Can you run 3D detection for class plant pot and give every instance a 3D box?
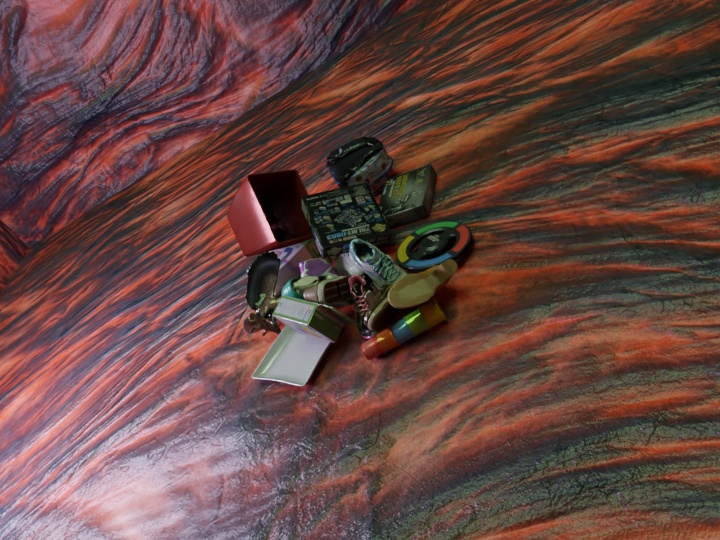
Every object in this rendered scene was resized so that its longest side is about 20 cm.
[{"bbox_3d":[-0.256,-0.144,1.746,0.175,0.202,0.199,-30,-7,38],"label":"plant pot"}]

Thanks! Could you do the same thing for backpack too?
[{"bbox_3d":[0.010,-0.321,1.968,0.190,0.154,0.201,-39,37,9],"label":"backpack"}]

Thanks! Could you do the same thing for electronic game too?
[{"bbox_3d":[0.181,-0.062,1.548,0.197,0.042,0.201,-19,30,11],"label":"electronic game"}]

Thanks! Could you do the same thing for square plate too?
[{"bbox_3d":[-0.152,0.202,1.545,0.198,0.029,0.199,-1,45,42],"label":"square plate"}]

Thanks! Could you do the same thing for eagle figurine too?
[{"bbox_3d":[-0.237,0.074,1.691,0.149,0.152,0.202,5,56,-6],"label":"eagle figurine"}]

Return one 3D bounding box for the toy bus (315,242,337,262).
[{"bbox_3d":[-0.079,-0.083,1.763,0.078,0.066,0.200,-30,13,3],"label":"toy bus"}]

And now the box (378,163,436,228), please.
[{"bbox_3d":[0.132,-0.212,1.805,0.157,0.049,0.201,-16,37,29],"label":"box"}]

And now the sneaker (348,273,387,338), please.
[{"bbox_3d":[0.007,0.080,1.496,0.078,0.096,0.201,-28,34,7],"label":"sneaker"}]

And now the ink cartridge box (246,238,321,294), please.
[{"bbox_3d":[-0.217,-0.021,1.844,0.200,0.088,0.145,-47,34,-16],"label":"ink cartridge box"}]

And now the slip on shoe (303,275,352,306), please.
[{"bbox_3d":[-0.068,0.056,1.532,0.060,0.077,0.199,-8,1,25],"label":"slip on shoe"}]

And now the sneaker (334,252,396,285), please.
[{"bbox_3d":[0.000,0.000,1.635,0.198,0.075,0.082,0,54,43],"label":"sneaker"}]

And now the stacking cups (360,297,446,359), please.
[{"bbox_3d":[0.091,0.132,1.379,0.198,0.061,0.061,-30,32,8],"label":"stacking cups"}]

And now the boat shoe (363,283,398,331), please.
[{"bbox_3d":[0.039,0.079,1.414,0.074,0.076,0.202,22,19,16],"label":"boat shoe"}]

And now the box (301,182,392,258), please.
[{"bbox_3d":[-0.040,-0.138,1.681,0.197,0.050,0.200,-14,55,-15],"label":"box"}]

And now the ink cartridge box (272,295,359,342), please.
[{"bbox_3d":[-0.108,0.119,1.479,0.199,0.104,0.060,8,67,47],"label":"ink cartridge box"}]

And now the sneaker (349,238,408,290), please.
[{"bbox_3d":[0.045,-0.006,1.521,0.199,0.086,0.078,35,78,21],"label":"sneaker"}]

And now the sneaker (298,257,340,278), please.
[{"bbox_3d":[-0.150,0.043,1.643,0.200,0.115,0.073,-38,0,-30],"label":"sneaker"}]

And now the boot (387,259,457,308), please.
[{"bbox_3d":[0.121,0.051,1.389,0.200,0.071,0.144,-28,-12,-29],"label":"boot"}]

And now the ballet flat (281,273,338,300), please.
[{"bbox_3d":[-0.101,0.041,1.582,0.198,0.071,0.068,-9,63,-27],"label":"ballet flat"}]
